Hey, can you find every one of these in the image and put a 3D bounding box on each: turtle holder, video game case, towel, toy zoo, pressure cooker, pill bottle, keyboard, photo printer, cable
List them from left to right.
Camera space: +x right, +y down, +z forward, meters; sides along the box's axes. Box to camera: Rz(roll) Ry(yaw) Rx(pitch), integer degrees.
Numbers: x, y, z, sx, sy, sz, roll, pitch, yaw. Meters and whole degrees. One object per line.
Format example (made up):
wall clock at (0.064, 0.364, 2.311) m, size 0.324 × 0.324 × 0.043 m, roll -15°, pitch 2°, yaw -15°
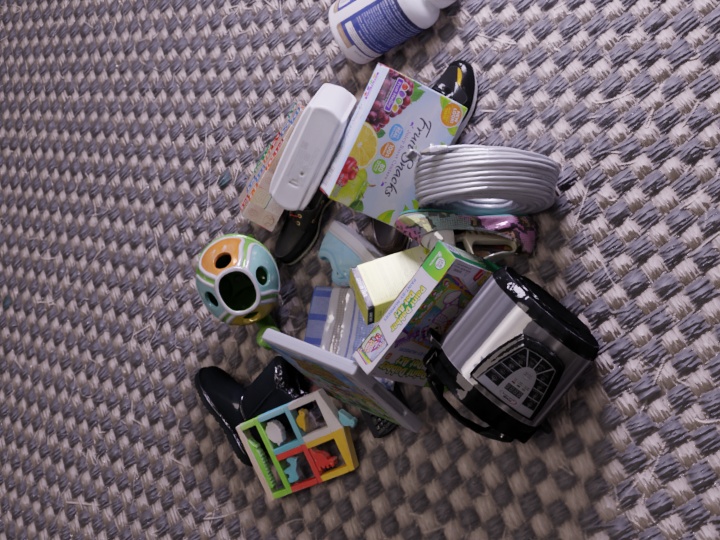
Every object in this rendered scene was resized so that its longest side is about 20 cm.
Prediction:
turtle holder at (-0.199, 0.038, 1.685) m, size 0.132 × 0.139 × 0.188 m, roll -120°, pitch 29°, yaw -76°
toy zoo at (-0.087, 0.265, 1.588) m, size 0.199 × 0.020 × 0.132 m, roll -25°, pitch 91°, yaw 27°
photo printer at (-0.069, -0.193, 1.564) m, size 0.069 × 0.200 × 0.167 m, roll 26°, pitch 112°, yaw -3°
video game case at (-0.027, 0.159, 1.486) m, size 0.199 × 0.182 × 0.022 m, roll 17°, pitch 69°, yaw 45°
towel at (-0.012, 0.099, 1.588) m, size 0.199 × 0.024 × 0.149 m, roll 4°, pitch 81°, yaw 41°
keyboard at (0.025, 0.144, 1.572) m, size 0.127 × 0.021 × 0.201 m, roll -43°, pitch 56°, yaw 23°
pill bottle at (0.055, -0.420, 1.638) m, size 0.199 × 0.110 × 0.112 m, roll -23°, pitch 64°, yaw 33°
cable at (0.171, -0.118, 1.406) m, size 0.198 × 0.200 × 0.070 m, roll 0°, pitch 82°, yaw 16°
pressure cooker at (0.190, 0.121, 1.340) m, size 0.200 × 0.178 × 0.176 m, roll -51°, pitch 52°, yaw 13°

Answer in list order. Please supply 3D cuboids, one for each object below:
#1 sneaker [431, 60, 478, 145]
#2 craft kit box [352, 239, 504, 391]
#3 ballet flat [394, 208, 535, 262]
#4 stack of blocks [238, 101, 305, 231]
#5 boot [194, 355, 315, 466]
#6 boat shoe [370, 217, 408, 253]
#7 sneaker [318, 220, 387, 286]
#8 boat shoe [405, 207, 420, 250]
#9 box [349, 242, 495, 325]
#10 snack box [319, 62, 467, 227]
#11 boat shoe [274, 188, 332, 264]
sneaker at (0.108, -0.230, 1.557) m, size 0.070 × 0.090 × 0.202 m, roll 30°, pitch 98°, yaw 40°
craft kit box at (0.112, 0.068, 1.403) m, size 0.198 × 0.199 × 0.049 m, roll -52°, pitch 53°, yaw 17°
ballet flat at (0.147, -0.044, 1.428) m, size 0.197 × 0.069 × 0.072 m, roll 2°, pitch 66°, yaw -5°
stack of blocks at (-0.130, -0.178, 1.726) m, size 0.201 × 0.058 × 0.115 m, roll -60°, pitch 17°, yaw 11°
boot at (-0.171, 0.193, 1.680) m, size 0.168 × 0.076 × 0.201 m, roll -49°, pitch 60°, yaw 23°
boat shoe at (0.030, -0.125, 1.604) m, size 0.074 × 0.073 × 0.202 m, roll -19°, pitch 67°, yaw 35°
sneaker at (0.000, 0.000, 1.599) m, size 0.082 × 0.074 × 0.200 m, roll -59°, pitch 38°, yaw 10°
boat shoe at (0.105, -0.080, 1.540) m, size 0.066 × 0.070 × 0.202 m, roll 15°, pitch 95°, yaw 39°
box at (0.088, 0.007, 1.460) m, size 0.198 × 0.050 × 0.076 m, roll -19°, pitch 60°, yaw -11°
snack box at (0.047, -0.176, 1.492) m, size 0.202 × 0.141 × 0.053 m, roll -64°, pitch 28°, yaw 11°
boat shoe at (-0.092, -0.103, 1.709) m, size 0.074 × 0.063 × 0.203 m, roll 41°, pitch 106°, yaw 36°
